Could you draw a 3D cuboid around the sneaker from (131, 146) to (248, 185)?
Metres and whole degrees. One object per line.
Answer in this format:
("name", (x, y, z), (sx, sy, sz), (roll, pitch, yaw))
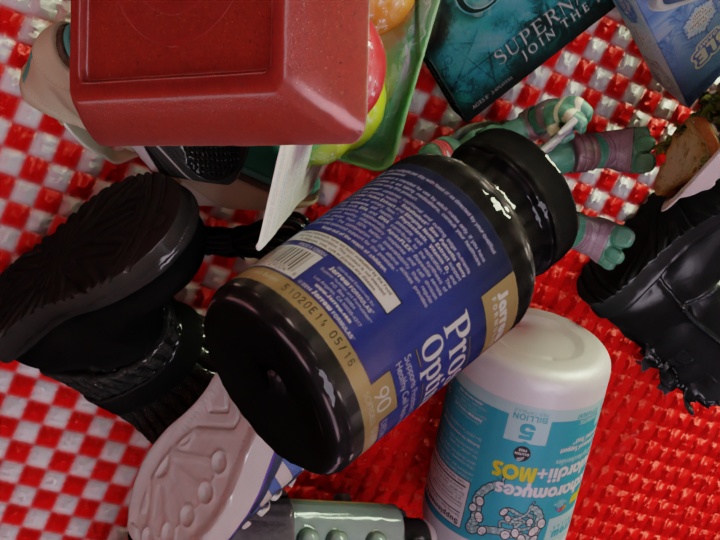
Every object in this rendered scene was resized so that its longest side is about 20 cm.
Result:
("sneaker", (-0.091, -0.144, 0.748), (0.079, 0.086, 0.203), (-16, 102, -31))

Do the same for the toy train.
("toy train", (-0.043, 0.190, 0.961), (0.197, 0.114, 0.087), (10, 74, -27))

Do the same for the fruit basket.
("fruit basket", (-0.018, -0.122, 0.747), (0.092, 0.200, 0.188), (19, 108, 9))

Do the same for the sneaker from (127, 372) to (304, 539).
("sneaker", (-0.041, 0.108, 0.867), (0.145, 0.081, 0.201), (11, 118, -49))

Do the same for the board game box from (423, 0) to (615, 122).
("board game box", (0.110, -0.206, 0.879), (0.199, 0.028, 0.136), (-38, 125, -1))

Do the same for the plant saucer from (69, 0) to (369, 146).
("plant saucer", (-0.078, -0.162, 0.671), (0.036, 0.198, 0.204), (-1, 93, -48))

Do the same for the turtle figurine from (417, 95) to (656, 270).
("turtle figurine", (0.103, -0.056, 0.913), (0.198, 0.101, 0.151), (2, 125, -39))

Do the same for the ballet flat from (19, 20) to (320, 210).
("ballet flat", (-0.115, -0.079, 0.835), (0.199, 0.070, 0.070), (30, 102, -31))

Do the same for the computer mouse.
("computer mouse", (0.000, 0.000, 0.885), (0.198, 0.140, 0.047), (24, 79, -28))

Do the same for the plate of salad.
("plate of salad", (0.252, -0.121, 0.900), (0.048, 0.200, 0.201), (40, 98, 6))

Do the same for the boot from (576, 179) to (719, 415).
("boot", (0.268, 0.004, 1.032), (0.198, 0.074, 0.162), (-44, 122, 12))

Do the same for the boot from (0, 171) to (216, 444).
("boot", (-0.116, 0.030, 0.835), (0.157, 0.080, 0.210), (33, 144, -29))

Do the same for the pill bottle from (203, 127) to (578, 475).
("pill bottle", (0.022, 0.008, 0.750), (0.199, 0.111, 0.113), (-36, 128, -28))

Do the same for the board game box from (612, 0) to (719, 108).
("board game box", (0.240, -0.226, 0.873), (0.200, 0.043, 0.199), (-46, 148, 4))

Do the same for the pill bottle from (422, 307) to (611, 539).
("pill bottle", (0.106, 0.136, 1.008), (0.109, 0.111, 0.203), (-1, 117, -23))
